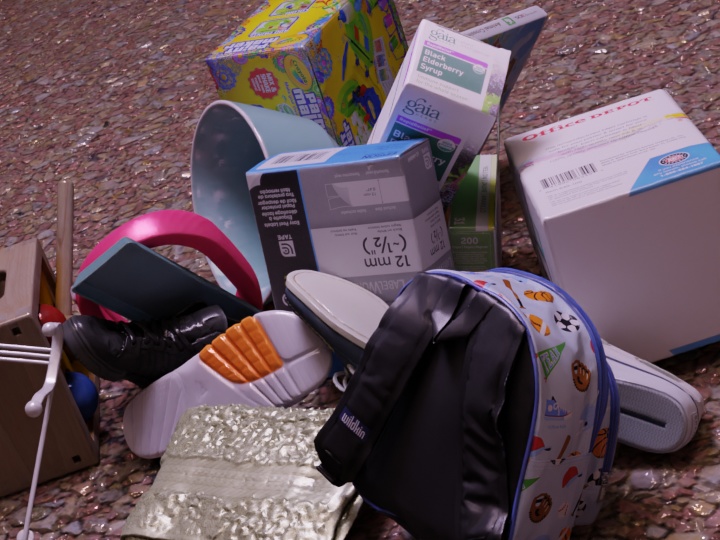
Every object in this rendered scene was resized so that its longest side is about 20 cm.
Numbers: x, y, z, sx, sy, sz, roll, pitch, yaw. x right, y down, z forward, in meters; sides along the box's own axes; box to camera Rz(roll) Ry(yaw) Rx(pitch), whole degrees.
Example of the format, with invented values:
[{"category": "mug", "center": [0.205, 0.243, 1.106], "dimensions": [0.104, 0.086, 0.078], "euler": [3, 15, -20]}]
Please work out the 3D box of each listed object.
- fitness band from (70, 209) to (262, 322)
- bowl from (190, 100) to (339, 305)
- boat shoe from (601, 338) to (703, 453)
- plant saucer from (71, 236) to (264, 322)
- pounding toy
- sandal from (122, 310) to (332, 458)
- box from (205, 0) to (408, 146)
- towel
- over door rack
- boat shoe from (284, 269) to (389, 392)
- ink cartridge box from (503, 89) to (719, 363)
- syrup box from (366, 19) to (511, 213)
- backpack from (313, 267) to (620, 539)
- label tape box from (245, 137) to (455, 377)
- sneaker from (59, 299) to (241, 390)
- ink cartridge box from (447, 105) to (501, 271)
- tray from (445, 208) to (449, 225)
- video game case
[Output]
[{"category": "fitness band", "center": [-0.169, 0.019, 1.477], "dimensions": [0.143, 0.200, 0.037], "euler": [-30, 54, 6]}, {"category": "bowl", "center": [-0.077, -0.070, 1.602], "dimensions": [0.105, 0.202, 0.201], "euler": [-11, 21, -28]}, {"category": "boat shoe", "center": [0.158, 0.082, 1.245], "dimensions": [0.200, 0.074, 0.067], "euler": [25, 19, 20]}, {"category": "plant saucer", "center": [-0.160, 0.026, 1.445], "dimensions": [0.070, 0.200, 0.019], "euler": [-38, 51, 17]}, {"category": "pounding toy", "center": [-0.292, 0.056, 1.486], "dimensions": [0.142, 0.185, 0.200], "euler": [-19, 27, 1]}, {"category": "sandal", "center": [-0.107, 0.095, 1.396], "dimensions": [0.206, 0.079, 0.059], "euler": [-26, -14, 23]}, {"category": "box", "center": [-0.036, -0.178, 1.731], "dimensions": [0.122, 0.200, 0.193], "euler": [-3, 31, 29]}, {"category": "towel", "center": [-0.080, 0.163, 1.271], "dimensions": [0.199, 0.037, 0.149], "euler": [0, 50, 33]}, {"category": "over door rack", "center": [-0.318, 0.134, 1.323], "dimensions": [0.147, 0.201, 0.067], "euler": [4, -9, 8]}, {"category": "boat shoe", "center": [0.017, 0.069, 1.308], "dimensions": [0.200, 0.062, 0.075], "euler": [32, 32, 17]}, {"category": "ink cartridge box", "center": [0.215, -0.035, 1.346], "dimensions": [0.146, 0.146, 0.200], "euler": [-18, 22, 3]}, {"category": "syrup box", "center": [0.052, -0.108, 1.406], "dimensions": [0.079, 0.200, 0.082], "euler": [20, 53, -5]}, {"category": "backpack", "center": [0.089, 0.095, 1.144], "dimensions": [0.154, 0.191, 0.200], "euler": [-12, 30, -42]}, {"category": "label tape box", "center": [0.000, 0.000, 1.371], "dimensions": [0.143, 0.201, 0.066], "euler": [-4, 15, 27]}, {"category": "sneaker", "center": [-0.158, 0.059, 1.427], "dimensions": [0.104, 0.200, 0.060], "euler": [-40, 51, 11]}, {"category": "ink cartridge box", "center": [0.100, -0.068, 1.440], "dimensions": [0.048, 0.201, 0.146], "euler": [-1, 29, 6]}, {"category": "tray", "center": [0.006, -0.021, 1.520], "dimensions": [0.037, 0.099, 0.200], "euler": [19, 45, 38]}, {"category": "video game case", "center": [0.084, -0.151, 1.596], "dimensions": [0.022, 0.200, 0.182], "euler": [43, 42, 21]}]
